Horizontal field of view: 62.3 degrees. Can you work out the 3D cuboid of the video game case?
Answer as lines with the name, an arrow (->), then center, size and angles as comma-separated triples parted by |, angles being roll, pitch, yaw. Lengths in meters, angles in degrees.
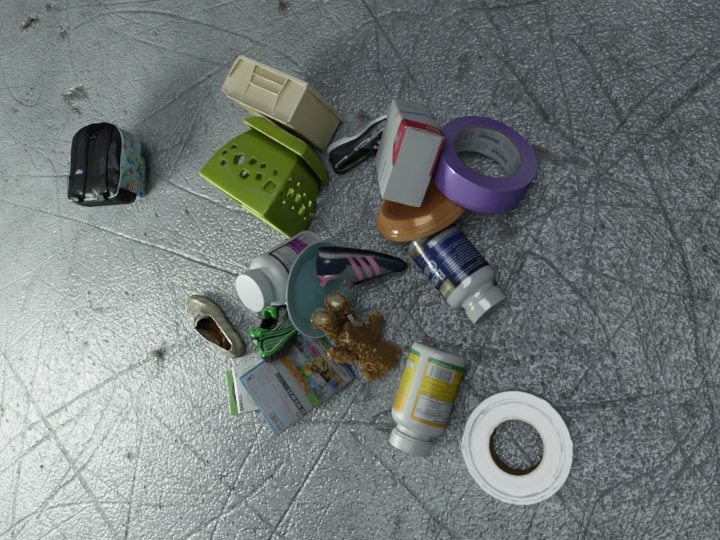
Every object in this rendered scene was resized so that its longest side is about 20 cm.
video game case -> -0.132, 0.225, 1.247 | 0.199, 0.018, 0.144 | -35, 83, -14

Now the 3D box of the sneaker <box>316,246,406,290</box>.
sneaker -> 0.000, 0.000, 1.227 | 0.198, 0.070, 0.083 | 6, 101, -23

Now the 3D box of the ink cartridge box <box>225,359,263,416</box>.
ink cartridge box -> -0.222, 0.253, 1.309 | 0.198, 0.059, 0.105 | -15, 77, 17

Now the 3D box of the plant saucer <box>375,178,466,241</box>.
plant saucer -> 0.119, -0.133, 1.192 | 0.198, 0.038, 0.201 | -19, 32, 12

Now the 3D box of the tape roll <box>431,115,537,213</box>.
tape roll -> 0.236, -0.208, 1.153 | 0.198, 0.066, 0.202 | 6, 53, -8

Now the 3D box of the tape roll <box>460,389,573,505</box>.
tape roll -> 0.291, 0.325, 1.108 | 0.200, 0.071, 0.205 | -3, 81, 19

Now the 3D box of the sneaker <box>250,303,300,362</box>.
sneaker -> -0.154, 0.096, 1.255 | 0.077, 0.200, 0.086 | -7, 123, 39

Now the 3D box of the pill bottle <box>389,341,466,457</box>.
pill bottle -> 0.125, 0.250, 1.157 | 0.112, 0.113, 0.202 | 17, 87, 21

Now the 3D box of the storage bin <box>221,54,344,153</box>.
storage bin -> -0.170, -0.364, 1.312 | 0.197, 0.200, 0.094 | 29, 94, 21

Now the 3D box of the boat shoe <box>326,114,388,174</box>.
boat shoe -> 0.020, -0.276, 1.301 | 0.199, 0.075, 0.061 | -26, 73, 27

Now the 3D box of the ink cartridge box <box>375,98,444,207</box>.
ink cartridge box -> 0.091, -0.236, 1.173 | 0.085, 0.201, 0.149 | 12, 119, -9

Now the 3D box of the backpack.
backpack -> -0.633, -0.264, 1.489 | 0.175, 0.150, 0.203 | -3, 88, 17

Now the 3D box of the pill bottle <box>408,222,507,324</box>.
pill bottle -> 0.193, 0.002, 1.171 | 0.111, 0.111, 0.201 | -41, 71, 9

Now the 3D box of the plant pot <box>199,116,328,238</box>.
plant pot -> -0.192, -0.205, 1.302 | 0.198, 0.200, 0.182 | 32, 86, 21

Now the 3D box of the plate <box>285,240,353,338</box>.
plate -> -0.086, 0.038, 1.228 | 0.025, 0.199, 0.203 | 7, 84, 39

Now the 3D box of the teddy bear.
teddy bear -> -0.015, 0.136, 1.224 | 0.199, 0.067, 0.146 | 30, 54, -16

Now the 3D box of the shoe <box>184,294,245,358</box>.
shoe -> -0.344, 0.124, 1.376 | 0.200, 0.053, 0.070 | 40, 96, 20

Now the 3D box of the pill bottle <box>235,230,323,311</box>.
pill bottle -> -0.160, 0.004, 1.242 | 0.112, 0.199, 0.113 | 23, 129, 31
